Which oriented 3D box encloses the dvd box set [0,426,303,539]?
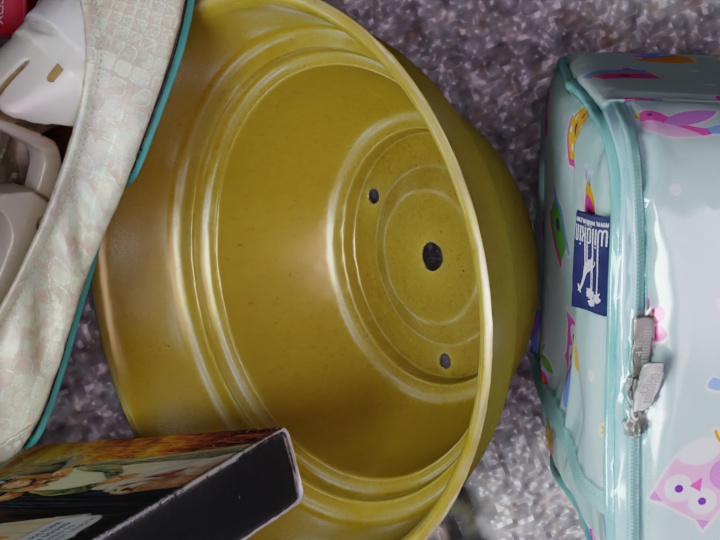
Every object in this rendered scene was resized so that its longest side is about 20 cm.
[{"bbox_3d":[-0.138,0.091,0.874,0.199,0.146,0.030,-6,102,33],"label":"dvd box set"}]

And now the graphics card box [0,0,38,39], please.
[{"bbox_3d":[-0.204,-0.150,0.907,0.199,0.051,0.126,5,110,-2],"label":"graphics card box"}]

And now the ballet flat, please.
[{"bbox_3d":[-0.110,-0.032,0.888,0.062,0.067,0.201,16,92,-36],"label":"ballet flat"}]

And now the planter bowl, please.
[{"bbox_3d":[0.000,0.000,0.910,0.083,0.200,0.202,-12,105,-42],"label":"planter bowl"}]

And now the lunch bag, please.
[{"bbox_3d":[0.099,0.015,0.878,0.077,0.200,0.161,2,103,-1],"label":"lunch bag"}]
